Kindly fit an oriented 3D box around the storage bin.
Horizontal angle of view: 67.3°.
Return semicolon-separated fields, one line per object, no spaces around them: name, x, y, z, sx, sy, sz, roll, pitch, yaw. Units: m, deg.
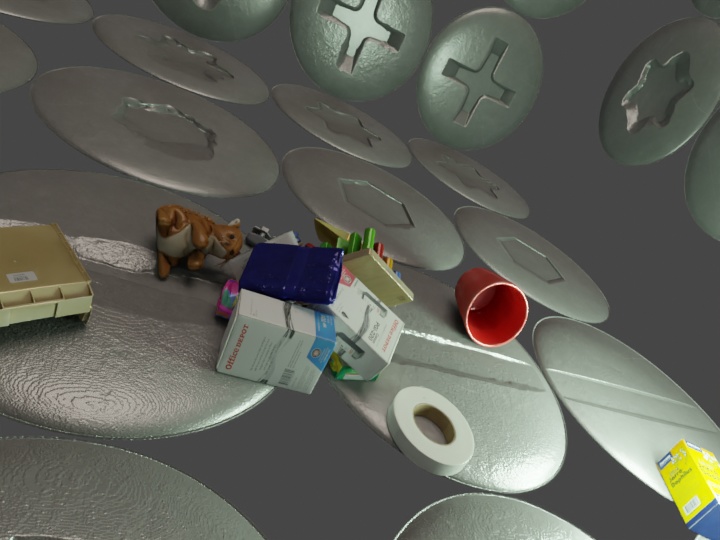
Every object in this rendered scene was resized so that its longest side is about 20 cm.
storage bin;-0.583;0.019;0.906;0.197;0.095;0.199;-9;47;-50

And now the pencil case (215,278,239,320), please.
pencil case;-0.209;0.095;1.146;0.196;0.090;0.089;26;28;-3

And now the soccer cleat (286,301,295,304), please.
soccer cleat;-0.167;0.033;1.219;0.067;0.075;0.200;25;-4;-2

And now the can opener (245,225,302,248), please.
can opener;-0.210;-0.050;1.431;0.196;0.054;0.068;30;60;0

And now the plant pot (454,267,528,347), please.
plant pot;0.371;0.092;1.596;0.195;0.205;0.178;19;19;-17

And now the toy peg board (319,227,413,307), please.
toy peg board;0.000;0.000;1.278;0.199;0.196;0.100;43;44;-40

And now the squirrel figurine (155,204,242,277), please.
squirrel figurine;-0.361;-0.084;1.213;0.181;0.146;0.200;-2;27;-23

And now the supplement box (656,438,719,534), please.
supplement box;0.866;0.557;1.373;0.106;0.111;0.202;24;28;-8

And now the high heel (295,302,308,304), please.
high heel;-0.080;0.030;1.352;0.196;0.098;0.067;1;29;-40

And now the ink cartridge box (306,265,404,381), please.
ink cartridge box;-0.013;0.111;1.156;0.200;0.085;0.146;44;35;-8

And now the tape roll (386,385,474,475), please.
tape roll;0.148;0.333;1.141;0.198;0.038;0.205;23;28;-13

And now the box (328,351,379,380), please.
box;-0.036;0.160;1.241;0.115;0.049;0.202;10;36;-32

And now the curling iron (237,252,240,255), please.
curling iron;-0.282;-0.007;1.294;0.202;0.025;0.050;58;7;27

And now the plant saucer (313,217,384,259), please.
plant saucer;-0.028;-0.061;1.543;0.199;0.049;0.198;37;9;31

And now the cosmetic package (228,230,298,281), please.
cosmetic package;-0.216;-0.030;1.264;0.076;0.099;0.200;65;14;-8

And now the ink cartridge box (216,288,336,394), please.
ink cartridge box;-0.162;0.141;1.044;0.195;0.149;0.087;19;30;-18

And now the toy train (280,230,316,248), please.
toy train;-0.140;-0.049;1.481;0.198;0.046;0.034;36;29;12

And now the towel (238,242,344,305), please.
towel;-0.135;0.009;1.090;0.193;0.051;0.150;6;43;8
